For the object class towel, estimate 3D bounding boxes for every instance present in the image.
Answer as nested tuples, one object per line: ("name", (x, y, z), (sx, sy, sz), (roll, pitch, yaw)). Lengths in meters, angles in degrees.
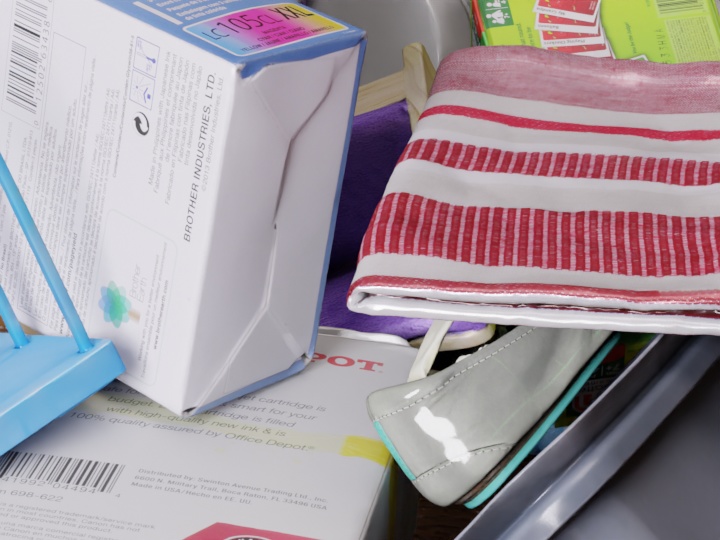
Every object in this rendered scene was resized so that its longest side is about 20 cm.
("towel", (0.082, -0.034, 0.918), (0.143, 0.023, 0.200), (2, 27, 11))

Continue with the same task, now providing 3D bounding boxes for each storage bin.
("storage bin", (0.107, 0.108, 0.876), (0.134, 0.146, 0.200), (45, 34, 6))

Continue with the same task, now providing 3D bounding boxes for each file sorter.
("file sorter", (-0.210, 0.017, 0.926), (0.139, 0.123, 0.199), (-35, 20, -31))

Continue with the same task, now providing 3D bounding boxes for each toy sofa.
("toy sofa", (-0.044, -0.004, 1.047), (0.199, 0.083, 0.098), (-19, 39, 12))

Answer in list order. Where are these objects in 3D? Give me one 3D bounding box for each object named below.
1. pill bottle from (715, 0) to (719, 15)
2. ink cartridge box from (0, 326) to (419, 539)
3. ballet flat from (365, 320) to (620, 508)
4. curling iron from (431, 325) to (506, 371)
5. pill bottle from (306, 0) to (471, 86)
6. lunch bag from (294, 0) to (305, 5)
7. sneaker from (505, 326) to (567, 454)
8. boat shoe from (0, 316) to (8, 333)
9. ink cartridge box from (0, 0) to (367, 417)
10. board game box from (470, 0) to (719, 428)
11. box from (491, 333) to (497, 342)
("pill bottle", (0.186, -0.080, 1.207), (0.115, 0.201, 0.117), (2, 23, -1))
("ink cartridge box", (-0.061, 0.095, 0.929), (0.144, 0.084, 0.200), (7, 25, 9))
("ballet flat", (0.079, 0.003, 0.938), (0.064, 0.067, 0.200), (47, 63, 2))
("curling iron", (0.000, 0.000, 1.112), (0.025, 0.050, 0.200), (13, 13, -46))
("pill bottle", (0.062, -0.096, 1.273), (0.113, 0.114, 0.199), (23, 13, 37))
("lunch bag", (-0.086, -0.141, 1.096), (0.127, 0.171, 0.200), (20, -33, -36))
("sneaker", (0.137, 0.031, 1.105), (0.130, 0.080, 0.200), (19, 28, 28))
("boat shoe", (-0.148, -0.014, 1.177), (0.074, 0.069, 0.200), (3, 24, -2))
("ink cartridge box", (-0.103, -0.054, 0.961), (0.199, 0.137, 0.076), (26, 27, 32))
("board game box", (0.110, -0.035, 1.051), (0.101, 0.048, 0.201), (-7, 50, -3))
("box", (-0.012, -0.002, 1.198), (0.199, 0.049, 0.117), (9, 25, 6))
